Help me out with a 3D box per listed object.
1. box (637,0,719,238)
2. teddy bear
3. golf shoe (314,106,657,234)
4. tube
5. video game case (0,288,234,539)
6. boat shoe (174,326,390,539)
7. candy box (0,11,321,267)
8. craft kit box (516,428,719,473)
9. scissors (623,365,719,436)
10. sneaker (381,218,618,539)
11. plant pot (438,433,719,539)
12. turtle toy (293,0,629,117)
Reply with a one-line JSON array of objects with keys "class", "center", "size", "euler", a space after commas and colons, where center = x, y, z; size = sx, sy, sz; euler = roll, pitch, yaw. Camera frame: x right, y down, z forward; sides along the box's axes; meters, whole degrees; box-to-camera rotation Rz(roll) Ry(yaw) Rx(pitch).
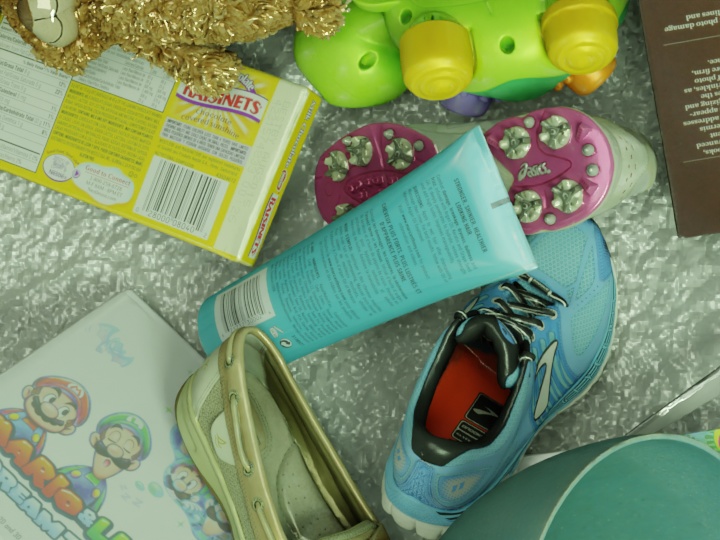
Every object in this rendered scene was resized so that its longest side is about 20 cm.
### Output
[{"class": "box", "center": [0.193, -0.117, 1.183], "size": [0.100, 0.200, 0.075], "euler": [-9, 38, 8]}, {"class": "teddy bear", "center": [-0.103, -0.151, 1.225], "size": [0.200, 0.145, 0.067], "euler": [7, 48, 10]}, {"class": "golf shoe", "center": [0.067, -0.047, 1.252], "size": [0.200, 0.092, 0.075], "euler": [-1, 94, 39]}, {"class": "tube", "center": [0.000, 0.000, 1.231], "size": [0.200, 0.050, 0.077], "euler": [-27, 87, 35]}, {"class": "video game case", "center": [-0.113, 0.119, 1.234], "size": [0.200, 0.182, 0.024], "euler": [43, 136, 11]}, {"class": "boat shoe", "center": [-0.026, 0.125, 1.212], "size": [0.063, 0.073, 0.201], "euler": [-49, 62, 46]}, {"class": "candy box", "center": [-0.128, -0.082, 1.300], "size": [0.200, 0.026, 0.102], "euler": [21, 86, 23]}, {"class": "craft kit box", "center": [0.184, 0.182, 1.229], "size": [0.197, 0.049, 0.200], "euler": [-10, 83, 12]}, {"class": "scissors", "center": [0.220, 0.042, 1.229], "size": [0.200, 0.073, 0.014], "euler": [-46, 42, 5]}, {"class": "sneaker", "center": [0.080, 0.044, 1.214], "size": [0.078, 0.090, 0.200], "euler": [23, 60, 13]}, {"class": "plant pot", "center": [0.098, 0.181, 1.144], "size": [0.135, 0.200, 0.200], "euler": [-7, 81, 47]}, {"class": "turtle toy", "center": [0.058, -0.141, 1.253], "size": [0.200, 0.101, 0.146], "euler": [-10, 59, 12]}]
